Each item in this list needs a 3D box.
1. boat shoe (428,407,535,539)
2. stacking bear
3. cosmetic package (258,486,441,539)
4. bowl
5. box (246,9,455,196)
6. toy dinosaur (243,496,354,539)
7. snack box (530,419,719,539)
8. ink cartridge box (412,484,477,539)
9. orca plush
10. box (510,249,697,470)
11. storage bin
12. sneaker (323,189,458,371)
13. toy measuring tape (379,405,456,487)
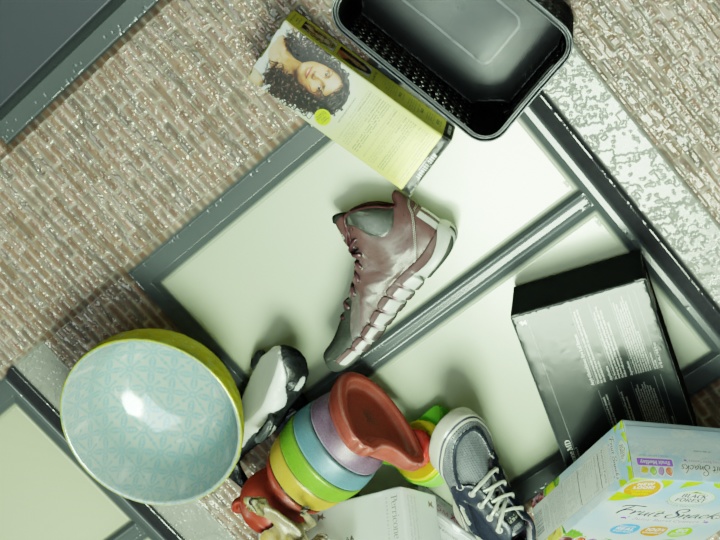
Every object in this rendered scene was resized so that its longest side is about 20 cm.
[{"bbox_3d":[0.136,0.228,1.392,0.075,0.093,0.201,-39,140,-15],"label":"boat shoe"},{"bbox_3d":[-0.050,0.211,1.414,0.200,0.114,0.121,-43,138,22],"label":"stacking bear"},{"bbox_3d":[-0.013,0.307,1.454,0.199,0.103,0.074,-22,152,31],"label":"cosmetic package"},{"bbox_3d":[-0.212,0.140,1.439,0.198,0.108,0.202,4,115,8],"label":"bowl"},{"bbox_3d":[-0.008,-0.164,1.303,0.199,0.050,0.075,34,115,-7],"label":"box"},{"bbox_3d":[-0.059,0.303,1.394,0.100,0.058,0.201,-1,120,30],"label":"toy dinosaur"},{"bbox_3d":[0.291,0.226,1.342,0.167,0.068,0.200,6,145,-19],"label":"snack box"},{"bbox_3d":[0.053,0.349,1.525,0.119,0.042,0.200,36,111,-6],"label":"ink cartridge box"},{"bbox_3d":[-0.090,0.159,1.445,0.071,0.105,0.201,10,118,-22],"label":"orca plush"},{"bbox_3d":[0.250,0.099,1.360,0.140,0.079,0.201,-17,110,14],"label":"box"},{"bbox_3d":[0.088,-0.234,1.233,0.200,0.094,0.135,38,114,-7],"label":"storage bin"},{"bbox_3d":[0.000,0.000,1.369,0.115,0.076,0.200,39,104,-3],"label":"sneaker"},{"bbox_3d":[0.045,0.222,1.448,0.200,0.074,0.074,-41,102,18],"label":"toy measuring tape"}]
